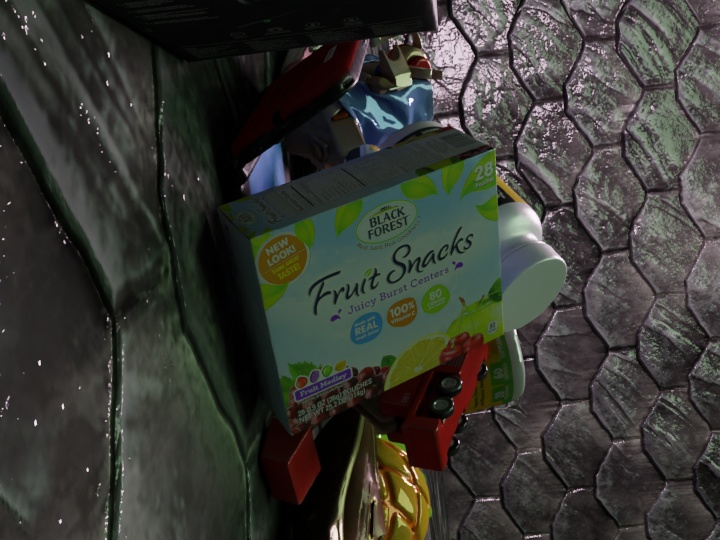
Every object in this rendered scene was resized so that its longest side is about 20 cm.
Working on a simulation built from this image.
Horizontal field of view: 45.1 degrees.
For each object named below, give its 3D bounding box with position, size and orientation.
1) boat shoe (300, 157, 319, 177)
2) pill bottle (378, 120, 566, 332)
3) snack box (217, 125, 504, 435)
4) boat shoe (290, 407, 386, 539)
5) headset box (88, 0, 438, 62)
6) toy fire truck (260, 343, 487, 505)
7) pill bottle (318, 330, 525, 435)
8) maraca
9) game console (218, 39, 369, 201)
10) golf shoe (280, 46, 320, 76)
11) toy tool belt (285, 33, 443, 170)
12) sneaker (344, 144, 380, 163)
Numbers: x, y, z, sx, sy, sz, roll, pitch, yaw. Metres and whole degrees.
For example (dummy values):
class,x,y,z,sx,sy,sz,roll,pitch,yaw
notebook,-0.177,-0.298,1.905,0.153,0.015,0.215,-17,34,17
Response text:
class,x,y,z,sx,sy,sz,roll,pitch,yaw
boat shoe,-0.039,-0.160,0.974,0.059,0.072,0.201,34,49,-23
pill bottle,0.095,-0.041,0.807,0.200,0.112,0.113,50,-14,35
snack box,0.009,0.004,0.650,0.068,0.198,0.170,37,-38,50
boat shoe,-0.015,0.205,0.720,0.067,0.072,0.201,40,37,-25
headset box,-0.049,-0.187,0.471,0.200,0.172,0.094,-18,102,-81
toy fire truck,0.018,0.108,0.718,0.201,0.139,0.049,-58,145,-48
pill bottle,0.049,0.095,0.841,0.111,0.198,0.112,166,-90,-85
maraca,0.018,0.219,0.843,0.138,0.106,0.200,64,24,1
game console,-0.040,-0.095,0.719,0.119,0.171,0.201,52,19,-19
golf shoe,-0.048,-0.254,0.957,0.201,0.091,0.076,-59,146,-40
toy tool belt,0.023,-0.170,0.881,0.122,0.199,0.126,29,-41,42
sneaker,-0.026,-0.011,0.734,0.076,0.087,0.202,-86,-176,-64
